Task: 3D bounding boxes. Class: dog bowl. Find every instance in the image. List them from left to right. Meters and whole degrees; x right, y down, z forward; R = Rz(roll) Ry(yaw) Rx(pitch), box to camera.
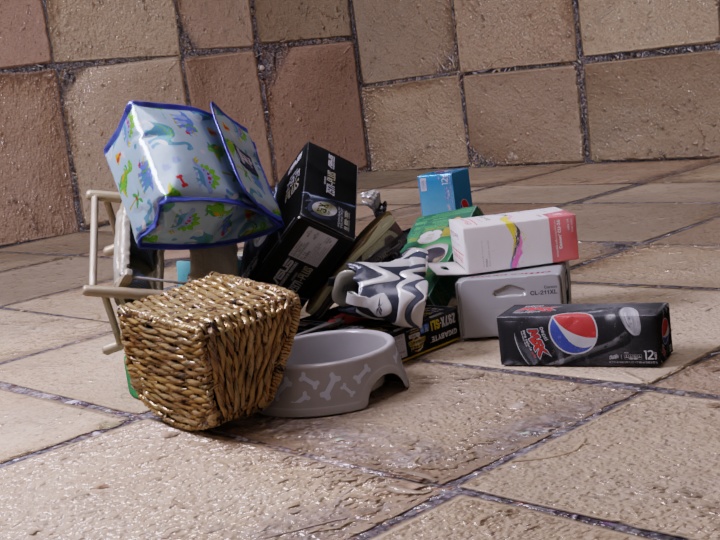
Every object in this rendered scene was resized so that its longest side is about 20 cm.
[{"bbox_3d":[-0.042,0.119,1.409,0.199,0.059,0.200,-6,10,1],"label":"dog bowl"}]

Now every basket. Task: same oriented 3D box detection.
[{"bbox_3d":[-0.166,0.097,1.358,0.149,0.143,0.200,-20,19,-37],"label":"basket"}]

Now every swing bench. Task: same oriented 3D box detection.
[{"bbox_3d":[-0.260,-0.013,1.575,0.199,0.130,0.199,-9,46,-3],"label":"swing bench"}]

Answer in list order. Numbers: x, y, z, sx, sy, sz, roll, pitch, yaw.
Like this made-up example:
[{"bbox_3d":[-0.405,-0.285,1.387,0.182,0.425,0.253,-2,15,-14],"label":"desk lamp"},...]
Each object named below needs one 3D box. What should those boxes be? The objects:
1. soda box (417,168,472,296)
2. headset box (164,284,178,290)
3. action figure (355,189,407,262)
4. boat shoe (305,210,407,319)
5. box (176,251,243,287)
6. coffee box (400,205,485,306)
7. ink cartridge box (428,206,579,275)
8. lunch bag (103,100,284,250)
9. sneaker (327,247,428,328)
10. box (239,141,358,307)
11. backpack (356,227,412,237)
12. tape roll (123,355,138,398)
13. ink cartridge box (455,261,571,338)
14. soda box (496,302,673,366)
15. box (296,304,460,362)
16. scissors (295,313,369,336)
[{"bbox_3d":[0.146,-0.061,1.900,0.064,0.201,0.068,-2,10,30],"label":"soda box"},{"bbox_3d":[-0.206,0.048,1.892,0.148,0.075,0.200,1,13,39],"label":"headset box"},{"bbox_3d":[-0.010,-0.055,1.749,0.200,0.102,0.119,24,56,28],"label":"action figure"},{"bbox_3d":[0.000,0.000,1.643,0.200,0.065,0.073,-50,8,-26],"label":"boat shoe"},{"bbox_3d":[-0.174,-0.001,1.757,0.082,0.049,0.200,3,9,41],"label":"box"},{"bbox_3d":[0.105,-0.009,1.770,0.123,0.044,0.200,-10,38,40],"label":"coffee box"},{"bbox_3d":[0.194,-0.042,1.646,0.199,0.068,0.116,-8,8,-4],"label":"ink cartridge box"},{"bbox_3d":[-0.207,-0.123,1.521,0.199,0.170,0.127,1,-36,-39],"label":"lunch bag"},{"bbox_3d":[0.022,0.013,1.563,0.129,0.080,0.199,10,26,-2],"label":"sneaker"},{"bbox_3d":[-0.089,-0.048,1.633,0.086,0.200,0.164,24,40,-18],"label":"box"},{"bbox_3d":[0.026,-0.003,1.882,0.162,0.154,0.200,-7,-11,18],"label":"backpack"},{"bbox_3d":[-0.210,0.121,1.546,0.199,0.048,0.200,-7,10,1],"label":"tape roll"},{"bbox_3d":[0.220,0.031,1.654,0.145,0.083,0.200,-4,10,14],"label":"ink cartridge box"},{"bbox_3d":[0.270,0.077,1.413,0.199,0.064,0.071,-3,10,28],"label":"soda box"},{"bbox_3d":[0.011,0.084,1.603,0.200,0.050,0.159,2,16,44],"label":"box"},{"bbox_3d":[-0.025,0.066,1.555,0.073,0.014,0.200,1,12,30],"label":"scissors"}]
